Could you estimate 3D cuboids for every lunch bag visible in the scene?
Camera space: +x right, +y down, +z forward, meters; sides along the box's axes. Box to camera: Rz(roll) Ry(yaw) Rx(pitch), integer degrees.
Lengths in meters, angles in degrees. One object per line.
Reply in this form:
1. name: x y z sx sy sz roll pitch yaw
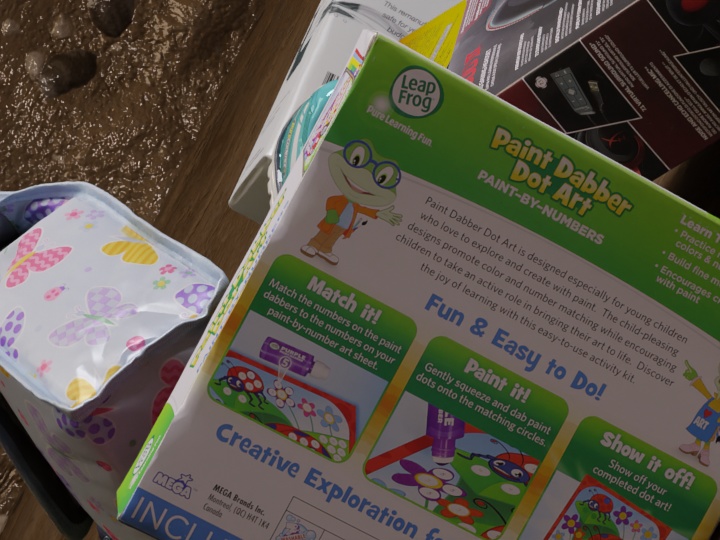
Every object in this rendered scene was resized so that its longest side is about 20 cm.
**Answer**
1. lunch bag: -0.119 0.060 1.177 0.127 0.170 0.200 -38 39 -13

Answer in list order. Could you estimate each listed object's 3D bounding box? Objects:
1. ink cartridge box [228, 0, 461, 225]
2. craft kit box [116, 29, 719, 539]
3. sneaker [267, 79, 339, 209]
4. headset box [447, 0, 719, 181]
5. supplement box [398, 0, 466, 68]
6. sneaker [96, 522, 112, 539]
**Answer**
1. ink cartridge box: 0.027 -0.101 1.461 0.200 0.146 0.083 -67 10 -28
2. craft kit box: 0.043 0.044 0.865 0.198 0.200 0.049 -61 9 6
3. sneaker: 0.000 0.000 1.155 0.080 0.077 0.200 123 134 -58
4. headset box: 0.119 -0.103 1.027 0.200 0.075 0.149 -33 20 27
5. supplement box: 0.068 -0.068 1.277 0.110 0.109 0.200 -64 10 -9
6. sneaker: -0.119 0.166 1.458 0.077 0.085 0.200 134 125 -74
